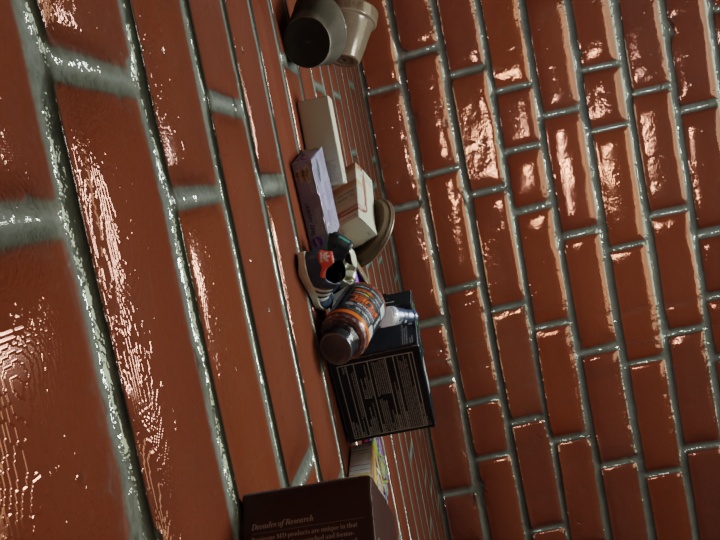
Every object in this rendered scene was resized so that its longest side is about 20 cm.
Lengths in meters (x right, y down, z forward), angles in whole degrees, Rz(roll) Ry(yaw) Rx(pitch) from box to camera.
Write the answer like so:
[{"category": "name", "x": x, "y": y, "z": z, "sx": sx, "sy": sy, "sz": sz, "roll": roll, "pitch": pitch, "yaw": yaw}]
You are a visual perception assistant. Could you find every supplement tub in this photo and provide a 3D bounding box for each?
[{"category": "supplement tub", "x": -0.020, "y": 0.112, "z": 1.529, "sx": 0.201, "sy": 0.104, "sz": 0.110, "roll": -56, "pitch": 137, "yaw": -59}]

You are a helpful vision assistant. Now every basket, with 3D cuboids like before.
[{"category": "basket", "x": -0.111, "y": -0.560, "z": 1.765, "sx": 0.201, "sy": 0.132, "sz": 0.184, "roll": -78, "pitch": 153, "yaw": -62}]

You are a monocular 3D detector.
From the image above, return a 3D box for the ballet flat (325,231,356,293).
[{"category": "ballet flat", "x": -0.041, "y": -0.004, "z": 1.570, "sx": 0.202, "sy": 0.071, "sz": 0.075, "roll": 96, "pitch": -9, "yaw": -54}]

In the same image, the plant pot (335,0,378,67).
[{"category": "plant pot", "x": -0.044, "y": -0.782, "z": 2.464, "sx": 0.200, "sy": 0.194, "sz": 0.180, "roll": 43, "pitch": 54, "yaw": -78}]

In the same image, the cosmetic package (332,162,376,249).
[{"category": "cosmetic package", "x": -0.024, "y": -0.166, "z": 1.916, "sx": 0.087, "sy": 0.102, "sz": 0.204, "roll": 42, "pitch": 31, "yaw": -40}]

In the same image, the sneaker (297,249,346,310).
[{"category": "sneaker", "x": -0.063, "y": 0.020, "z": 1.477, "sx": 0.201, "sy": 0.082, "sz": 0.077, "roll": 64, "pitch": 17, "yaw": -65}]

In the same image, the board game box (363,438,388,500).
[{"category": "board game box", "x": 0.040, "y": 0.477, "z": 1.867, "sx": 0.121, "sy": 0.031, "sz": 0.205, "roll": -75, "pitch": 155, "yaw": -64}]

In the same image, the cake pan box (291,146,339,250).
[{"category": "cake pan box", "x": -0.094, "y": -0.157, "z": 1.628, "sx": 0.185, "sy": 0.051, "sz": 0.205, "roll": -74, "pitch": 153, "yaw": -70}]

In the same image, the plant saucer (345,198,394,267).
[{"category": "plant saucer", "x": 0.011, "y": -0.103, "z": 1.935, "sx": 0.029, "sy": 0.199, "sz": 0.204, "roll": 30, "pitch": 38, "yaw": -33}]

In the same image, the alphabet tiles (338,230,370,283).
[{"category": "alphabet tiles", "x": 0.000, "y": 0.000, "z": 1.803, "sx": 0.203, "sy": 0.006, "sz": 0.167, "roll": 59, "pitch": 2, "yaw": -20}]

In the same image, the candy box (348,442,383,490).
[{"category": "candy box", "x": 0.011, "y": 0.468, "z": 1.544, "sx": 0.201, "sy": 0.054, "sz": 0.118, "roll": -84, "pitch": 162, "yaw": -68}]

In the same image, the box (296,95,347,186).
[{"category": "box", "x": -0.089, "y": -0.299, "z": 1.746, "sx": 0.068, "sy": 0.080, "sz": 0.206, "roll": -27, "pitch": 108, "yaw": -82}]

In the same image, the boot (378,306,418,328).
[{"category": "boot", "x": 0.065, "y": 0.170, "z": 1.853, "sx": 0.201, "sy": 0.088, "sz": 0.074, "roll": -53, "pitch": -136, "yaw": 36}]

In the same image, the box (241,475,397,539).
[{"category": "box", "x": -0.039, "y": 0.374, "z": 0.861, "sx": 0.167, "sy": 0.160, "sz": 0.204, "roll": 68, "pitch": 13, "yaw": -54}]

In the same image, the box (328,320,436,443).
[{"category": "box", "x": 0.048, "y": 0.238, "z": 1.597, "sx": 0.124, "sy": 0.193, "sz": 0.205, "roll": -88, "pitch": 166, "yaw": -69}]

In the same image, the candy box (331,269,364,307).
[{"category": "candy box", "x": -0.018, "y": 0.108, "z": 1.752, "sx": 0.168, "sy": 0.069, "sz": 0.206, "roll": 52, "pitch": 28, "yaw": -76}]

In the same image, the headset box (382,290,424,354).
[{"category": "headset box", "x": 0.071, "y": 0.164, "z": 1.986, "sx": 0.093, "sy": 0.169, "sz": 0.205, "roll": -76, "pitch": 153, "yaw": -71}]
